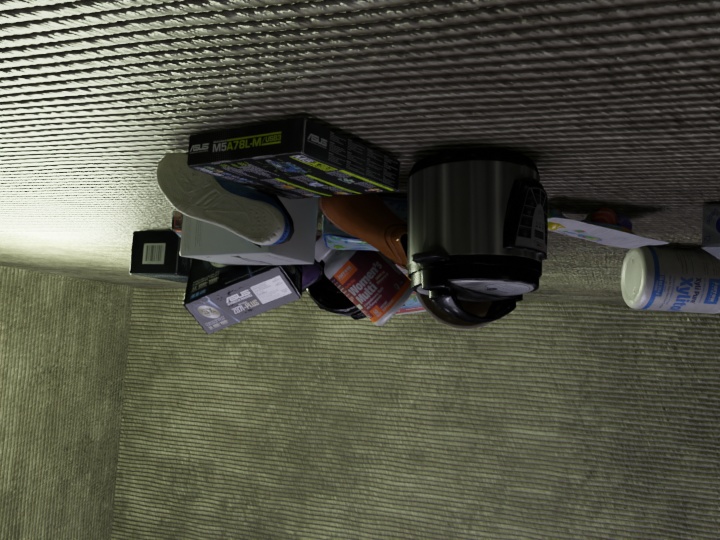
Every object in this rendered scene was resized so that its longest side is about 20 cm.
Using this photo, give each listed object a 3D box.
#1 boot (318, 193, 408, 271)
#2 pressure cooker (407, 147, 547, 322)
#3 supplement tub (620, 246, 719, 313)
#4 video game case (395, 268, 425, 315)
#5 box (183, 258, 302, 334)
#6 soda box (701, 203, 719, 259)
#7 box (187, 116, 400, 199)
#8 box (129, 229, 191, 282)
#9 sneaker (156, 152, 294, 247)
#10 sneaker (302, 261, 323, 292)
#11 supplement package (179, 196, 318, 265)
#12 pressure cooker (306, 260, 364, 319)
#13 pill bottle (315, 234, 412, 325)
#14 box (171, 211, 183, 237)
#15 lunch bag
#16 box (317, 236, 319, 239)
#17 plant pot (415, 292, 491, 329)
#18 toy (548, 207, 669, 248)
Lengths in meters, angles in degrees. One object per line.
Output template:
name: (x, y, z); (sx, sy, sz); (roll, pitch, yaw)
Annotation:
boot: (0.032, -0.054, 1.048); (0.199, 0.077, 0.155); (39, -177, -16)
pressure cooker: (0.144, -0.035, 0.920); (0.173, 0.203, 0.179); (2, 170, -2)
supplement tub: (0.655, 0.019, 1.503); (0.197, 0.134, 0.132); (3, 174, -1)
video game case: (0.103, 0.020, 1.694); (0.141, 0.018, 0.201); (-9, 126, 32)
box: (-0.209, 0.001, 1.324); (0.198, 0.165, 0.087); (-21, 128, 15)
soda box: (0.589, -0.055, 1.140); (0.063, 0.069, 0.199); (0, 173, 37)
box: (-0.080, -0.133, 0.911); (0.191, 0.048, 0.199); (-3, 171, 36)
box: (-0.441, -0.031, 1.789); (0.146, 0.109, 0.199); (0, 172, 25)
sneaker: (-0.182, -0.093, 1.008); (0.198, 0.078, 0.111); (26, -177, 10)
sneaker: (-0.153, 0.033, 1.451); (0.087, 0.077, 0.199); (14, 152, -41)
supplement package: (-0.182, -0.073, 1.187); (0.198, 0.119, 0.116); (-1, 171, 34)
pressure cooker: (-0.017, 0.010, 1.566); (0.173, 0.181, 0.200); (12, 176, 14)
pill bottle: (0.000, 0.000, 1.389); (0.200, 0.110, 0.110); (44, 169, -3)
box: (-0.277, -0.085, 1.497); (0.197, 0.041, 0.137); (4, 173, -4)
lunch bag: (0.033, -0.074, 1.225); (0.197, 0.084, 0.161); (3, 173, 2)
box: (-0.120, -0.027, 1.691); (0.197, 0.096, 0.102); (7, 173, -25)
plant pot: (0.209, 0.001, 1.441); (0.197, 0.204, 0.183); (3, -174, 9)
toy: (0.380, -0.076, 1.173); (0.197, 0.048, 0.115); (8, 177, -10)
